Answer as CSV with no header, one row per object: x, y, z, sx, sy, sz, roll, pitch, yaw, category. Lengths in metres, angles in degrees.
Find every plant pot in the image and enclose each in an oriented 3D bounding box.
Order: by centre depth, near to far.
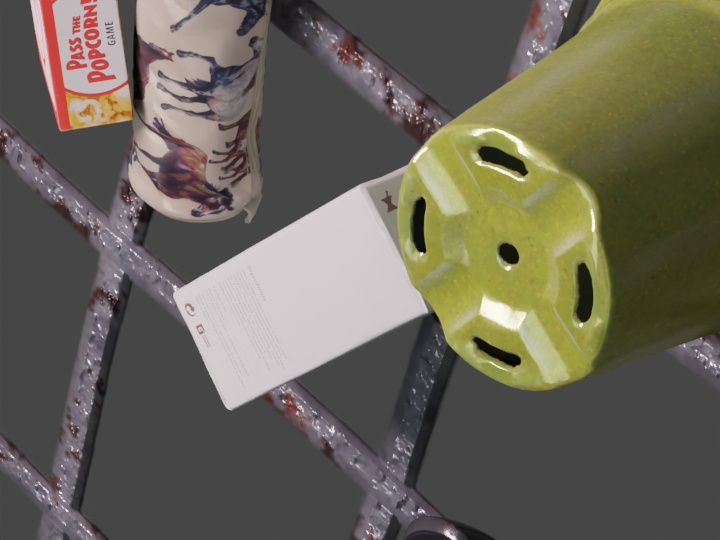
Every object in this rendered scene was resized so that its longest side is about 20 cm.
0.125,-0.035,1.258,0.200,0.184,0.200,24,126,37,plant pot

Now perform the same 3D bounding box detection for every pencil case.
-0.086,-0.124,1.520,0.089,0.078,0.200,21,126,20,pencil case

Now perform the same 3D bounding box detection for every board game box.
-0.174,-0.200,1.543,0.152,0.046,0.200,-119,20,-67,board game box

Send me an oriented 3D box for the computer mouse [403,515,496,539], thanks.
0.073,0.229,1.572,0.140,0.046,0.200,-17,102,55,computer mouse

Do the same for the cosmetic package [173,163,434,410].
0.000,0.000,1.470,0.200,0.113,0.081,-26,90,53,cosmetic package
